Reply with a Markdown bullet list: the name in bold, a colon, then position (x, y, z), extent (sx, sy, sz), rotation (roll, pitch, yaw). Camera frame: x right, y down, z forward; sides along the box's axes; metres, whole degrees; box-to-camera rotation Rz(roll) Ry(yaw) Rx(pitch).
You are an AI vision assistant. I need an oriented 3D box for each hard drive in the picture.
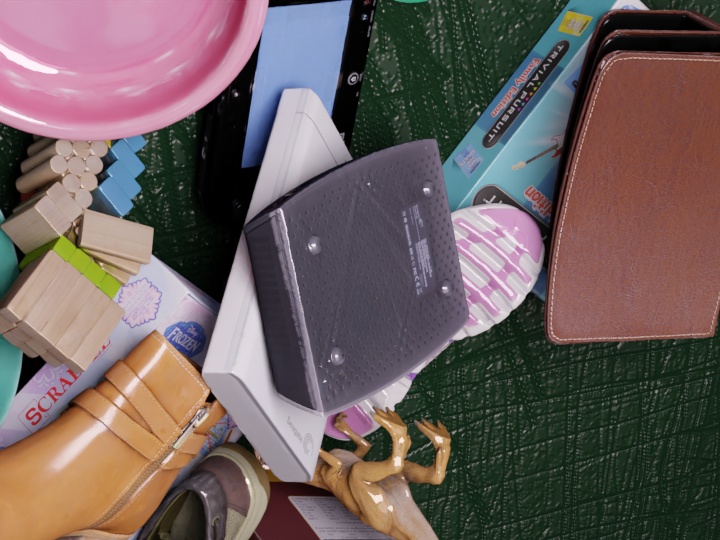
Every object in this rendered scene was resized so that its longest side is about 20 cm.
- **hard drive**: position (0.000, 0.000, 1.078), extent (0.200, 0.042, 0.135), rotation (-29, 110, -58)
- **hard drive**: position (-0.038, 0.009, 1.094), extent (0.132, 0.027, 0.200), rotation (60, 37, -51)

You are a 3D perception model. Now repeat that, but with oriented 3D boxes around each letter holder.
- **letter holder**: position (0.170, -0.062, 1.187), extent (0.142, 0.101, 0.200), rotation (-3, 116, -26)

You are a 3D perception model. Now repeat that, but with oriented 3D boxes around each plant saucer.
- **plant saucer**: position (-0.149, -0.164, 0.971), extent (0.200, 0.051, 0.201), rotation (-2, 127, -2)

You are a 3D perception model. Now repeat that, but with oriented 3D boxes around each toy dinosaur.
- **toy dinosaur**: position (0.020, 0.149, 1.164), extent (0.060, 0.200, 0.106), rotation (2, 120, -57)

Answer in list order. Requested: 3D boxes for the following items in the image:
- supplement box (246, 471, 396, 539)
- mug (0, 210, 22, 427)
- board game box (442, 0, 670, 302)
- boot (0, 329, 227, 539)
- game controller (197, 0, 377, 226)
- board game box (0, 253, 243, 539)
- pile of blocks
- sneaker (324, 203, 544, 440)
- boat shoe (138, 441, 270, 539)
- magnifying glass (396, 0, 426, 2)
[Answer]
- **supplement box**: position (-0.034, 0.271, 1.240), extent (0.133, 0.200, 0.197), rotation (5, 111, -31)
- **mug**: position (-0.271, 0.010, 1.017), extent (0.114, 0.185, 0.152), rotation (-5, 163, 12)
- **board game box**: position (0.155, -0.082, 1.259), extent (0.151, 0.047, 0.200), rotation (34, 95, -37)
- **boot**: position (-0.156, 0.098, 0.991), extent (0.155, 0.077, 0.200), rotation (-46, 149, 2)
- **game controller**: position (-0.044, -0.119, 1.122), extent (0.104, 0.042, 0.200), rotation (-5, 124, -25)
- **board game box**: position (-0.148, 0.100, 1.135), extent (0.200, 0.041, 0.200), rotation (-47, 156, -1)
- **pile of blocks**: position (-0.169, -0.034, 1.055), extent (0.082, 0.062, 0.200), rotation (19, 67, -31)
- **sneaker**: position (0.039, 0.026, 1.218), extent (0.200, 0.088, 0.080), rotation (-42, 91, 13)
- **boat shoe**: position (-0.126, 0.199, 1.195), extent (0.066, 0.072, 0.201), rotation (-15, 139, -50)
- **magnifying glass**: position (-0.014, -0.215, 1.116), extent (0.200, 0.022, 0.080), rotation (6, 112, -33)
